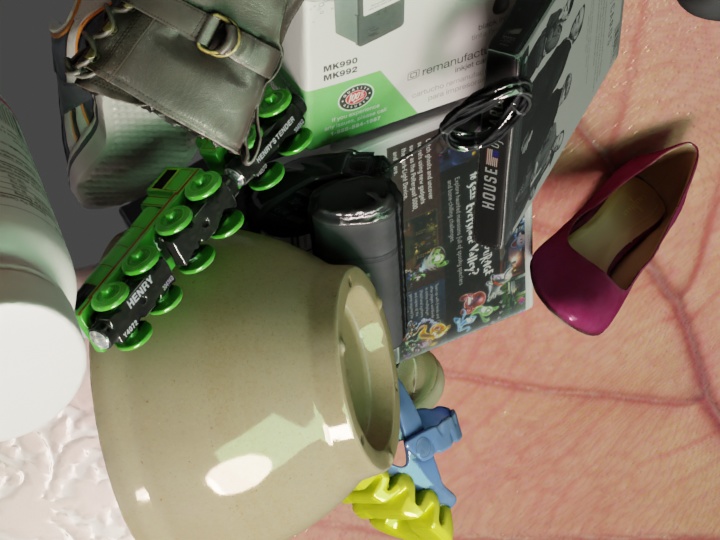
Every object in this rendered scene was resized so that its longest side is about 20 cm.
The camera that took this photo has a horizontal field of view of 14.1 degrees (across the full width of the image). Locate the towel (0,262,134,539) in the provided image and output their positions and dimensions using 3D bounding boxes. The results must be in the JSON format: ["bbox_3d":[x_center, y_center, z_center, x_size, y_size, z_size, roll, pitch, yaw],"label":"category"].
[{"bbox_3d":[-0.203,0.099,1.709,0.190,0.032,0.201,-13,112,3],"label":"towel"}]

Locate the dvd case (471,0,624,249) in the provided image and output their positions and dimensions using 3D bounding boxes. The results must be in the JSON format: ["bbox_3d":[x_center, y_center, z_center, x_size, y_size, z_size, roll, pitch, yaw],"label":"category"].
[{"bbox_3d":[0.116,-0.130,1.728,0.151,0.025,0.200,92,21,-43],"label":"dvd case"}]

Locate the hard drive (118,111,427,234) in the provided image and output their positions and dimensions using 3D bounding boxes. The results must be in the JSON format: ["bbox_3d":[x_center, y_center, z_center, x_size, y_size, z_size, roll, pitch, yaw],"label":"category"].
[{"bbox_3d":[-0.039,-0.037,1.788,0.199,0.038,0.140,-31,140,-7],"label":"hard drive"}]

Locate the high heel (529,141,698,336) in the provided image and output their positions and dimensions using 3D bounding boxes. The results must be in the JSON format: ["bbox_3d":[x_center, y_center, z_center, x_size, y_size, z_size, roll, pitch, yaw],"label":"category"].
[{"bbox_3d":[0.166,-0.027,1.863,0.067,0.200,0.096,39,114,-5],"label":"high heel"}]

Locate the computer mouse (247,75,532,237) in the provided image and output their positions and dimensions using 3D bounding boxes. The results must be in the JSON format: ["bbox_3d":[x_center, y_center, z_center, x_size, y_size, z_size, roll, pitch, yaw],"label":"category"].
[{"bbox_3d":[0.015,-0.071,1.657,0.199,0.034,0.059,-25,150,28],"label":"computer mouse"}]

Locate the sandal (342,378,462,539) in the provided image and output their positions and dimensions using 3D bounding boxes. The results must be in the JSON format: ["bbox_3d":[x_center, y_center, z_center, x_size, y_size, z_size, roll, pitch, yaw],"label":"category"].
[{"bbox_3d":[-0.004,0.095,1.830,0.200,0.079,0.087,40,66,-38],"label":"sandal"}]

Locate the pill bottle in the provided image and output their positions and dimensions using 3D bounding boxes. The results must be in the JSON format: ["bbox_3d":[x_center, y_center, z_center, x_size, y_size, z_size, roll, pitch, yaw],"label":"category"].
[{"bbox_3d":[-0.216,-0.008,1.550,0.113,0.200,0.114,-12,132,-14],"label":"pill bottle"}]

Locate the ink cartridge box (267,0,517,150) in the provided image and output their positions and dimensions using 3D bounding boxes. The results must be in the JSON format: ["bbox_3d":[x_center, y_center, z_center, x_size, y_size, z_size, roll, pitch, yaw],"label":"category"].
[{"bbox_3d":[0.012,-0.185,1.643,0.145,0.084,0.201,-20,138,-18],"label":"ink cartridge box"}]

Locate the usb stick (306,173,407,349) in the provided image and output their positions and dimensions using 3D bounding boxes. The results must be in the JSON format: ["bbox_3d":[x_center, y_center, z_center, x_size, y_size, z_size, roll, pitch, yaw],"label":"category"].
[{"bbox_3d":[0.000,0.000,1.720,0.055,0.033,0.200,-10,155,-3],"label":"usb stick"}]

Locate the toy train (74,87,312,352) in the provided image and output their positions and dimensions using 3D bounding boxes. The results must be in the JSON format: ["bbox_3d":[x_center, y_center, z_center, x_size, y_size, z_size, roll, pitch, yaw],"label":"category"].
[{"bbox_3d":[-0.097,-0.030,1.598,0.200,0.056,0.042,-52,129,-31],"label":"toy train"}]

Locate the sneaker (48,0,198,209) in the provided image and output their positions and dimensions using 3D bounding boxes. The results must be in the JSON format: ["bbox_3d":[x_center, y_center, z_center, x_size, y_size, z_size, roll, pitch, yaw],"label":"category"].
[{"bbox_3d":[-0.133,-0.105,1.632,0.078,0.080,0.200,-17,161,-17],"label":"sneaker"}]

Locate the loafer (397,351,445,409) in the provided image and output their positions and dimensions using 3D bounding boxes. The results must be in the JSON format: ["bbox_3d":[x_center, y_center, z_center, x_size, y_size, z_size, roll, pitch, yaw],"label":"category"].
[{"bbox_3d":[-0.037,0.101,1.901,0.200,0.076,0.068,-38,140,-13],"label":"loafer"}]

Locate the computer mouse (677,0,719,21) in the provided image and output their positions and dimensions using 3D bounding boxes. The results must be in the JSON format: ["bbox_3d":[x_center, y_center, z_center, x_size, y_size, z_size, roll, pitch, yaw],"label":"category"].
[{"bbox_3d":[0.246,-0.228,1.796,0.138,0.053,0.201,-17,136,-24],"label":"computer mouse"}]

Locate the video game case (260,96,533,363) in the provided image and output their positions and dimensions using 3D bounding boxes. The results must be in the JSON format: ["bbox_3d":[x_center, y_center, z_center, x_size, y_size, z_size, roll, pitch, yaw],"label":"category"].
[{"bbox_3d":[0.025,-0.019,1.806,0.181,0.023,0.201,-22,138,-17],"label":"video game case"}]

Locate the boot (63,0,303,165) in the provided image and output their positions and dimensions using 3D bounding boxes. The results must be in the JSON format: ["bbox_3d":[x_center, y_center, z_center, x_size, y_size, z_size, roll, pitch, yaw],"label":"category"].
[{"bbox_3d":[-0.100,-0.169,1.497,0.200,0.069,0.175,34,92,-5],"label":"boot"}]

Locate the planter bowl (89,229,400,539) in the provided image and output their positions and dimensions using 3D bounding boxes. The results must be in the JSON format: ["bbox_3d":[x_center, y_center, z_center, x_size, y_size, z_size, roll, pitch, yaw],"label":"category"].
[{"bbox_3d":[-0.055,0.066,1.653,0.134,0.201,0.200,-8,143,15],"label":"planter bowl"}]
